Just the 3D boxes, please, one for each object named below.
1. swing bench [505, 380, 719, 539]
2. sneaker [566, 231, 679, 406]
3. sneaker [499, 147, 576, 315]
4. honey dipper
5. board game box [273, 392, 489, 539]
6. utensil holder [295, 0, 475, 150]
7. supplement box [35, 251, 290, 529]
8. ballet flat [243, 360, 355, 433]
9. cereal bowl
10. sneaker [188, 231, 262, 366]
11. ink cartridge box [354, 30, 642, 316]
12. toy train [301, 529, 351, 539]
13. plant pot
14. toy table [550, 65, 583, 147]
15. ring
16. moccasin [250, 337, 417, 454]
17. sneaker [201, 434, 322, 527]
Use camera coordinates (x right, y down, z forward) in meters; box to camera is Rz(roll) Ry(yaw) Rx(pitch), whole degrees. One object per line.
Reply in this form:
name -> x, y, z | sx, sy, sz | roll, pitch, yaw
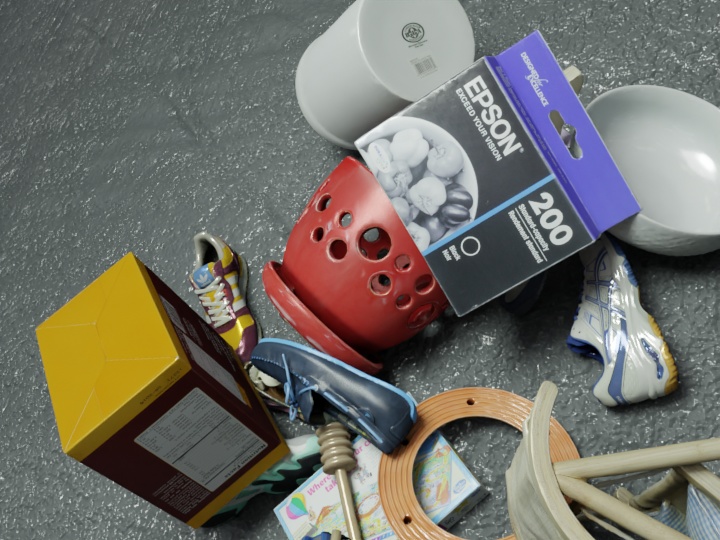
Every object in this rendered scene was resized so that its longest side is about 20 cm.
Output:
swing bench -> 0.213, 0.191, 0.564 | 0.199, 0.199, 0.130 | 8, 64, 11
sneaker -> 0.244, 0.041, 0.750 | 0.088, 0.075, 0.201 | -23, 53, 16
sneaker -> 0.160, -0.039, 0.773 | 0.082, 0.201, 0.070 | 0, 33, -12
honey dipper -> -0.011, 0.252, 0.746 | 0.038, 0.038, 0.201 | -24, 55, 14
board game box -> 0.018, 0.245, 0.780 | 0.200, 0.034, 0.135 | -41, 51, 2
utensil holder -> 0.027, -0.261, 0.936 | 0.171, 0.170, 0.200 | -64, 18, -16
supplement box -> -0.210, 0.127, 0.784 | 0.133, 0.200, 0.197 | -39, 43, -3
ballet flat -> -0.059, 0.142, 0.861 | 0.199, 0.071, 0.069 | 8, 68, 32
cereal bowl -> 0.309, -0.095, 0.767 | 0.199, 0.083, 0.201 | 3, 58, -5
sneaker -> -0.190, 0.040, 0.982 | 0.075, 0.090, 0.201 | -29, 52, 11
ink cartridge box -> 0.128, -0.088, 0.688 | 0.199, 0.043, 0.199 | -31, 91, 13
toy train -> -0.073, 0.296, 0.740 | 0.200, 0.046, 0.034 | -39, 32, 41
plant pot -> 0.000, 0.000, 0.834 | 0.183, 0.200, 0.200 | -46, 51, 4
toy table -> 0.191, -0.142, 0.863 | 0.184, 0.117, 0.200 | -43, 50, 0
ring -> 0.115, 0.203, 0.719 | 0.199, 0.019, 0.201 | -5, 48, 6
moccasin -> -0.041, 0.127, 0.764 | 0.199, 0.081, 0.068 | 17, 66, 31
sneaker -> -0.135, 0.199, 0.865 | 0.199, 0.078, 0.140 | -27, 53, 12
